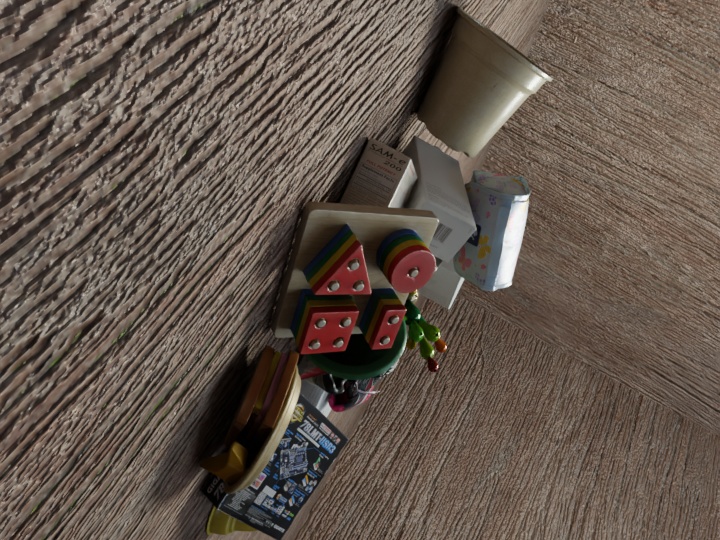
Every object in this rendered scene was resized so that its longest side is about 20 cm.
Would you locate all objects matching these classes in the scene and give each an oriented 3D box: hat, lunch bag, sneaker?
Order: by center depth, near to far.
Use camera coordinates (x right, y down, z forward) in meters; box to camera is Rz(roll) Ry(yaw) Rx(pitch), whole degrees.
[{"bbox_3d":[-0.028,0.140,0.995,0.178,0.195,0.168,94,19,-51],"label":"hat"},{"bbox_3d":[-0.013,0.130,1.052,0.202,0.087,0.074,-54,134,-4],"label":"sneaker"},{"bbox_3d":[0.231,-0.077,1.075,0.201,0.123,0.175,-67,165,-68],"label":"lunch bag"},{"bbox_3d":[0.007,0.188,1.119,0.074,0.080,0.203,-19,142,-53],"label":"sneaker"}]

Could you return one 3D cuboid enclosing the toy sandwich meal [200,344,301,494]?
[{"bbox_3d":[-0.146,0.195,0.804,0.207,0.069,0.206,-55,-167,19],"label":"toy sandwich meal"}]

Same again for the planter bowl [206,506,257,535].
[{"bbox_3d":[-0.180,0.390,1.069,0.203,0.082,0.201,-60,169,-20],"label":"planter bowl"}]

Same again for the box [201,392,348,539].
[{"bbox_3d":[-0.125,0.305,0.960,0.201,0.049,0.201,-55,142,-17],"label":"box"}]

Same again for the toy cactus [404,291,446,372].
[{"bbox_3d":[0.080,0.072,1.064,0.101,0.201,0.167,-30,-146,16],"label":"toy cactus"}]

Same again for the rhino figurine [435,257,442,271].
[{"bbox_3d":[0.130,-0.068,1.107,0.202,0.086,0.061,-56,161,-32],"label":"rhino figurine"}]

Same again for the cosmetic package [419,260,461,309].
[{"bbox_3d":[0.162,-0.037,1.431,0.125,0.196,0.201,-57,169,-22],"label":"cosmetic package"}]

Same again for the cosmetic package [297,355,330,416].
[{"bbox_3d":[-0.085,0.228,1.188,0.103,0.073,0.201,-61,171,-14],"label":"cosmetic package"}]

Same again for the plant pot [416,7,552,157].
[{"bbox_3d":[0.196,-0.310,1.048,0.185,0.199,0.200,-54,174,25],"label":"plant pot"}]

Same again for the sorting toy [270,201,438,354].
[{"bbox_3d":[0.001,0.020,0.805,0.195,0.070,0.203,0,126,-30],"label":"sorting toy"}]

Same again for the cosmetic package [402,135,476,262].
[{"bbox_3d":[0.119,-0.125,1.021,0.085,0.106,0.203,-52,-156,33],"label":"cosmetic package"}]

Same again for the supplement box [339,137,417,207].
[{"bbox_3d":[0.009,-0.078,0.912,0.204,0.072,0.126,-64,170,0],"label":"supplement box"}]
